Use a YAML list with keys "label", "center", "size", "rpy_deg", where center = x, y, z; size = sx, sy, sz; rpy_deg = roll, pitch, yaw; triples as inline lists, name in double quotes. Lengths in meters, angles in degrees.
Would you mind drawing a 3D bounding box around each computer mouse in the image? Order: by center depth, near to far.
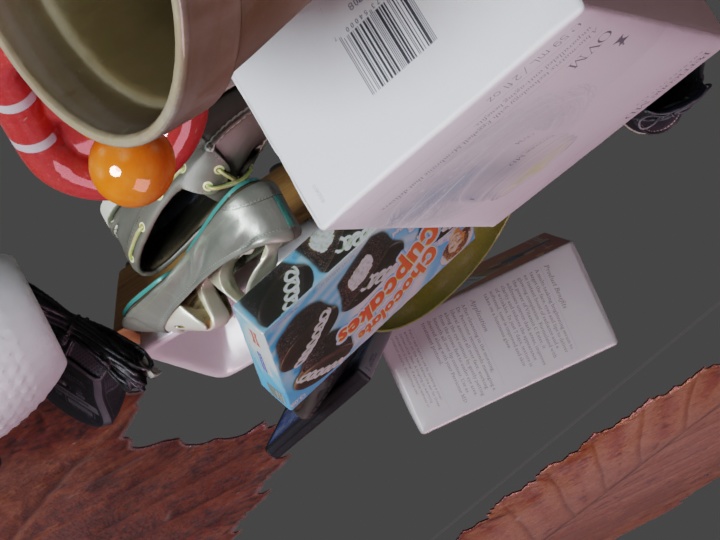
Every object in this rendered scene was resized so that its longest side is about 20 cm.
- label: "computer mouse"
  center: [-0.220, 0.068, 1.354]
  size: [0.053, 0.138, 0.200]
  rpy_deg: [-56, 176, -23]

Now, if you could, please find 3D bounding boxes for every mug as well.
- label: "mug"
  center: [-0.306, 0.076, 1.217]
  size: [0.175, 0.148, 0.200]
  rpy_deg: [-27, 164, -11]

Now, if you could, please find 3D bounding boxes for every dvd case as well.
- label: "dvd case"
  center: [-0.010, 0.070, 1.514]
  size: [0.143, 0.018, 0.200]
  rpy_deg: [-43, -167, 37]

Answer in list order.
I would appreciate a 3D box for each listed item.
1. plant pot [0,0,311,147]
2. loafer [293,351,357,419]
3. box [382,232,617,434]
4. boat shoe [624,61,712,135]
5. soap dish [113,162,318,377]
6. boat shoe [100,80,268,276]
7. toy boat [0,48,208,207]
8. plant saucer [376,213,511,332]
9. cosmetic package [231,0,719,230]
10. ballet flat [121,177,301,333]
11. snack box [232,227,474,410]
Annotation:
- label: "plant pot"
  center: [-0.085, -0.186, 0.840]
  size: [0.173, 0.200, 0.200]
  rpy_deg: [-32, 164, -31]
- label: "loafer"
  center: [-0.044, 0.062, 1.365]
  size: [0.073, 0.071, 0.200]
  rpy_deg: [-55, 177, -20]
- label: "box"
  center: [0.119, 0.055, 1.593]
  size: [0.200, 0.106, 0.152]
  rpy_deg: [-25, -175, -1]
- label: "boat shoe"
  center: [0.249, -0.153, 1.395]
  size: [0.075, 0.062, 0.200]
  rpy_deg: [-26, 159, -2]
- label: "soap dish"
  center: [-0.086, 0.002, 1.361]
  size: [0.200, 0.081, 0.157]
  rpy_deg: [-31, 157, 16]
- label: "boat shoe"
  center: [-0.109, -0.071, 1.201]
  size: [0.072, 0.060, 0.202]
  rpy_deg: [1, 146, -48]
- label: "toy boat"
  center: [-0.150, -0.095, 1.012]
  size: [0.130, 0.131, 0.200]
  rpy_deg: [-23, 158, -5]
- label: "plant saucer"
  center: [0.054, -0.042, 1.330]
  size: [0.200, 0.031, 0.200]
  rpy_deg: [-38, 150, -26]
- label: "cosmetic package"
  center: [0.072, -0.125, 0.977]
  size: [0.199, 0.123, 0.200]
  rpy_deg: [-39, 162, 29]
- label: "ballet flat"
  center: [-0.109, 0.009, 1.218]
  size: [0.067, 0.064, 0.200]
  rpy_deg: [-27, 167, -46]
- label: "snack box"
  center: [0.000, 0.000, 1.225]
  size: [0.200, 0.037, 0.116]
  rpy_deg: [-43, 152, -17]
